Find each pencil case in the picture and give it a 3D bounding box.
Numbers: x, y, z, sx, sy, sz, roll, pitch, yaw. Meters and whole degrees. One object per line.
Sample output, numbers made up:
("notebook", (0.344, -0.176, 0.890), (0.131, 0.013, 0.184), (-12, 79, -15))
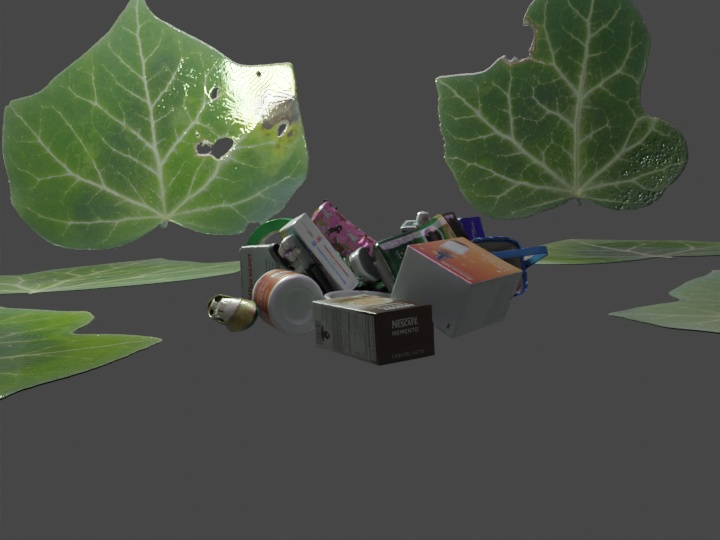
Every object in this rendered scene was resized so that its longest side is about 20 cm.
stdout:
("pencil case", (-0.028, -0.076, 1.736), (0.198, 0.087, 0.083), (38, -13, 2))

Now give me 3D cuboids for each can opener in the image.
("can opener", (-0.110, 0.011, 1.530), (0.066, 0.201, 0.053), (-1, 41, 53))

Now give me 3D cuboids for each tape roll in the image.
("tape roll", (-0.187, -0.024, 1.807), (0.194, 0.207, 0.048), (-2, 6, 9))

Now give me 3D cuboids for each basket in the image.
("basket", (0.295, -0.006, 1.606), (0.171, 0.143, 0.201), (-5, -19, -12))

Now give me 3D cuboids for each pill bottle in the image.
("pill bottle", (-0.150, 0.057, 1.446), (0.109, 0.116, 0.199), (-5, 6, -21))

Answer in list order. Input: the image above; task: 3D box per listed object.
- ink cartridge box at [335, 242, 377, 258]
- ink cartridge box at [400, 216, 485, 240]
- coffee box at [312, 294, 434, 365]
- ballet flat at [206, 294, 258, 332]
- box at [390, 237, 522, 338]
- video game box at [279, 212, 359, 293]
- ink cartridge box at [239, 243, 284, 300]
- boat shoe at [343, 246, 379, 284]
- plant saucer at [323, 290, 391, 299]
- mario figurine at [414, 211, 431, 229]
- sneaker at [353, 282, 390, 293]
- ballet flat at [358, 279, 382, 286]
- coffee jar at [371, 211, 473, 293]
("ink cartridge box", (-0.024, -0.004, 1.865), (0.101, 0.061, 0.200), (-6, -18, -16))
("ink cartridge box", (0.212, -0.032, 1.755), (0.195, 0.202, 0.044), (-1, 36, 33))
("coffee box", (0.017, 0.091, 1.194), (0.112, 0.082, 0.198), (-7, 7, -33))
("ballet flat", (-0.263, 0.081, 1.476), (0.069, 0.073, 0.199), (-6, 3, -26))
("box", (0.179, 0.025, 1.360), (0.151, 0.109, 0.198), (32, 25, 31))
("video game box", (-0.092, -0.031, 1.577), (0.047, 0.183, 0.200), (-42, 9, -11))
("ink cartridge box", (-0.177, 0.012, 1.735), (0.194, 0.152, 0.083), (-1, 4, 9))
("boat shoe", (-0.001, -0.001, 1.586), (0.063, 0.076, 0.202), (-25, -4, 4))
("plant saucer", (0.025, 0.078, 1.407), (0.194, 0.052, 0.200), (4, 6, 0))
("mario figurine", (0.140, -0.054, 1.606), (0.197, 0.126, 0.105), (-30, 15, -18))
("sneaker", (0.063, 0.052, 1.565), (0.194, 0.081, 0.085), (-2, 5, 17))
("ballet flat", (0.048, 0.030, 1.706), (0.199, 0.069, 0.068), (-41, -6, 9))
("coffee jar", (0.127, -0.039, 1.497), (0.196, 0.106, 0.086), (-24, -23, -16))
